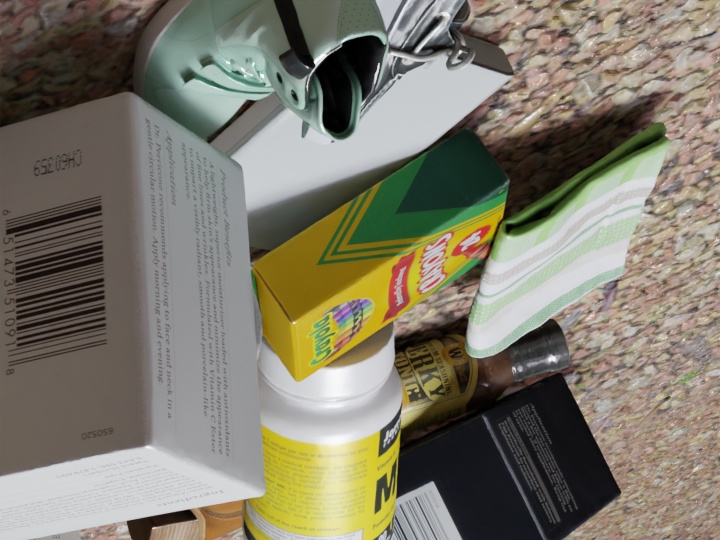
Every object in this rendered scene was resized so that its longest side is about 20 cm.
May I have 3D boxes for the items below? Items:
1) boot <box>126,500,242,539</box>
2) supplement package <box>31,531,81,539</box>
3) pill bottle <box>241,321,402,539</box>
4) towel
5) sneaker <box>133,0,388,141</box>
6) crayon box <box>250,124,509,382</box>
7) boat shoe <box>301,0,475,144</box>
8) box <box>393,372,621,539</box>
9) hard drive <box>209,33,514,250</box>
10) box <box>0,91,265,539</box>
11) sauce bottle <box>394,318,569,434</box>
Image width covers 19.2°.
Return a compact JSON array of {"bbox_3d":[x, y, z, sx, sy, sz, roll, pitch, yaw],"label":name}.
[{"bbox_3d":[-0.087,0.140,1.622,0.155,0.074,0.200,-13,156,-29],"label":"boot"},{"bbox_3d":[-0.288,0.257,1.621,0.117,0.117,0.200,-7,150,-29],"label":"supplement package"},{"bbox_3d":[-0.028,0.116,1.507,0.114,0.114,0.200,-13,130,-19],"label":"pill bottle"},{"bbox_3d":[0.144,-0.014,1.486,0.149,0.031,0.200,-34,162,-18],"label":"towel"},{"bbox_3d":[-0.056,-0.100,1.131,0.074,0.118,0.200,-5,150,-34],"label":"sneaker"},{"bbox_3d":[0.000,0.000,1.367,0.200,0.051,0.127,-33,164,-10],"label":"crayon box"},{"bbox_3d":[0.030,-0.139,1.151,0.068,0.074,0.199,21,124,-13],"label":"boat shoe"},{"bbox_3d":[0.074,0.185,1.682,0.197,0.118,0.200,-28,175,23],"label":"box"},{"bbox_3d":[-0.019,-0.081,1.300,0.200,0.026,0.132,-38,150,30],"label":"hard drive"},{"bbox_3d":[-0.170,0.033,1.153,0.200,0.199,0.131,-14,158,22],"label":"box"},{"bbox_3d":[0.062,0.083,1.629,0.200,0.065,0.065,-18,153,-13],"label":"sauce bottle"}]
